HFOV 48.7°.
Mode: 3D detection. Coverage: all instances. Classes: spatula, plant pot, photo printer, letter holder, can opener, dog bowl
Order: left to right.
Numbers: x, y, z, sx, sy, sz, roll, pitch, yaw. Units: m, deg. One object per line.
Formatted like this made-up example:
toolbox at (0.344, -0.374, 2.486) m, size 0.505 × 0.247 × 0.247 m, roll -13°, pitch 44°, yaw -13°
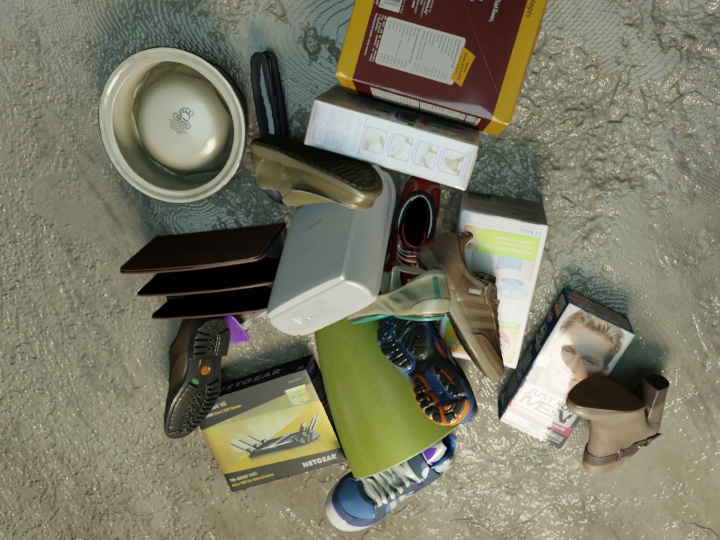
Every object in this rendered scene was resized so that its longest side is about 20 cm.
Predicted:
dog bowl at (-0.236, -0.194, 1.048) m, size 0.198 × 0.074 × 0.202 m, roll 3°, pitch 110°, yaw 9°
letter holder at (-0.203, 0.013, 1.080) m, size 0.198 × 0.142 × 0.101 m, roll -5°, pitch 109°, yaw 11°
spatula at (-0.138, 0.062, 1.152) m, size 0.199 × 0.021 × 0.057 m, roll -24°, pitch 122°, yaw 13°
can opener at (-0.111, -0.184, 1.040) m, size 0.078 × 0.063 × 0.202 m, roll -9°, pitch 98°, yaw 9°
photo printer at (-0.034, -0.033, 1.000) m, size 0.069 × 0.201 × 0.166 m, roll 33°, pitch 141°, yaw -28°
plant pot at (0.023, 0.145, 1.086) m, size 0.186 × 0.187 × 0.201 m, roll -30°, pitch 88°, yaw 18°

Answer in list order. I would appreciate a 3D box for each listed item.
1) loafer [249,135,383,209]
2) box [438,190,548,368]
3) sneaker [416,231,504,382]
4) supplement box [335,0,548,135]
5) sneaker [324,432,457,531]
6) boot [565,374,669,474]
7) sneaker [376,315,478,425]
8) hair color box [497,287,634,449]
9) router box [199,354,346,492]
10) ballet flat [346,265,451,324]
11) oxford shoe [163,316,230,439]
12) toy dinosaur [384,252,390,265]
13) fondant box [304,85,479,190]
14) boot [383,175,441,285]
loafer at (-0.054, -0.109, 0.957) m, size 0.199 × 0.076 × 0.068 m, roll 27°, pitch 124°, yaw 37°
box at (0.169, 0.011, 1.041) m, size 0.112 × 0.101 × 0.202 m, roll 11°, pitch 111°, yaw 6°
sneaker at (0.143, 0.046, 0.967) m, size 0.075 × 0.070 × 0.201 m, roll -31°, pitch 112°, yaw -2°
supplement box at (0.098, -0.280, 0.905) m, size 0.198 × 0.133 × 0.199 m, roll 17°, pitch 96°, yaw 3°
sneaker at (0.054, 0.278, 1.111) m, size 0.081 × 0.199 × 0.147 m, roll 55°, pitch 128°, yaw 22°
boot at (0.331, 0.212, 1.063) m, size 0.199 × 0.070 × 0.147 m, roll -3°, pitch 126°, yaw -28°
sneaker at (0.084, 0.116, 0.999) m, size 0.075 × 0.201 × 0.078 m, roll -36°, pitch 143°, yaw 14°
hair color box at (0.277, 0.136, 1.092) m, size 0.099 × 0.061 × 0.201 m, roll 25°, pitch 111°, yaw -1°
router box at (-0.133, 0.232, 1.198) m, size 0.199 × 0.052 × 0.158 m, roll -20°, pitch 105°, yaw 16°
ballet flat at (0.041, 0.028, 0.955) m, size 0.070 × 0.069 × 0.200 m, roll 59°, pitch 152°, yaw -13°
oxford shoe at (-0.246, 0.147, 1.155) m, size 0.084 × 0.072 × 0.201 m, roll 30°, pitch 105°, yaw 45°
toy dinosaur at (0.000, 0.000, 1.058) m, size 0.058 × 0.102 × 0.200 m, roll 29°, pitch 141°, yaw -26°
fondant box at (0.043, -0.166, 0.974) m, size 0.198 × 0.144 × 0.059 m, roll 16°, pitch 111°, yaw 3°
boot at (0.061, -0.017, 1.027) m, size 0.072 × 0.144 × 0.202 m, roll 10°, pitch 113°, yaw 3°
